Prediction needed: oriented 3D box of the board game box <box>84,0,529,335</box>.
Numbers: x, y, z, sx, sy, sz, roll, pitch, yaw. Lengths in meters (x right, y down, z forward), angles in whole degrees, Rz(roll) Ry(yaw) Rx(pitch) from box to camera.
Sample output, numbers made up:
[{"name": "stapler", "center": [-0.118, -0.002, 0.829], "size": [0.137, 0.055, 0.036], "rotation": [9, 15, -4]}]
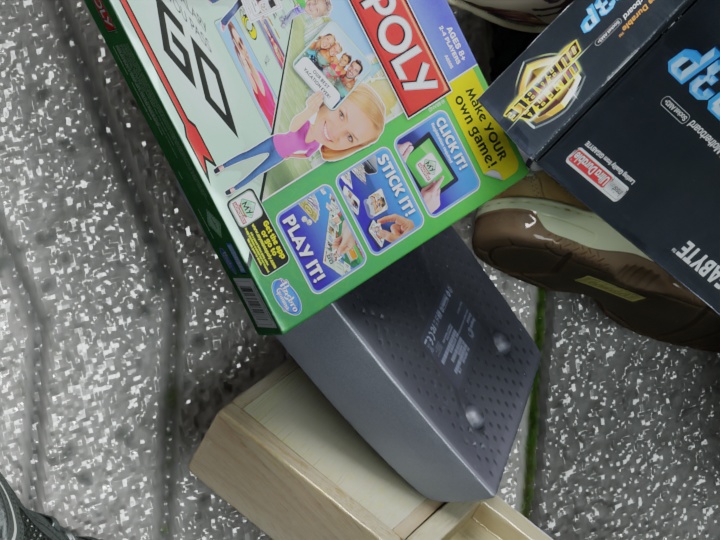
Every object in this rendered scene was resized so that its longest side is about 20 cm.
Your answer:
[{"name": "board game box", "center": [-0.029, -0.094, 1.081], "size": [0.134, 0.029, 0.201], "rotation": [-33, 104, -22]}]

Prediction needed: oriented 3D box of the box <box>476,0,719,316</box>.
[{"name": "box", "center": [0.161, -0.077, 1.138], "size": [0.159, 0.046, 0.200], "rotation": [-45, 142, 8]}]

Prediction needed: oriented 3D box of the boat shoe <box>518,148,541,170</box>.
[{"name": "boat shoe", "center": [0.148, -0.070, 1.228], "size": [0.200, 0.072, 0.066], "rotation": [-16, 65, -47]}]

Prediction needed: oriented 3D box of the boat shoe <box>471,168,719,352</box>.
[{"name": "boat shoe", "center": [0.139, -0.018, 1.276], "size": [0.200, 0.071, 0.077], "rotation": [25, 64, -40]}]

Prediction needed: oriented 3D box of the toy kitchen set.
[{"name": "toy kitchen set", "center": [0.004, 0.160, 1.251], "size": [0.163, 0.180, 0.200], "rotation": [-35, 159, -56]}]

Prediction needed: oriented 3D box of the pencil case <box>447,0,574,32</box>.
[{"name": "pencil case", "center": [0.093, -0.195, 1.160], "size": [0.078, 0.089, 0.201], "rotation": [64, 33, -48]}]

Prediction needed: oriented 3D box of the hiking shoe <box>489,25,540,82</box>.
[{"name": "hiking shoe", "center": [0.145, -0.138, 1.250], "size": [0.200, 0.074, 0.087], "rotation": [-49, 116, -11]}]

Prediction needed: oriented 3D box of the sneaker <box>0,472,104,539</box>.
[{"name": "sneaker", "center": [-0.127, 0.145, 1.176], "size": [0.086, 0.080, 0.201], "rotation": [-43, 125, -27]}]

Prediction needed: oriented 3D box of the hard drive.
[{"name": "hard drive", "center": [0.000, 0.000, 1.173], "size": [0.042, 0.135, 0.200], "rotation": [-30, 108, 27]}]
